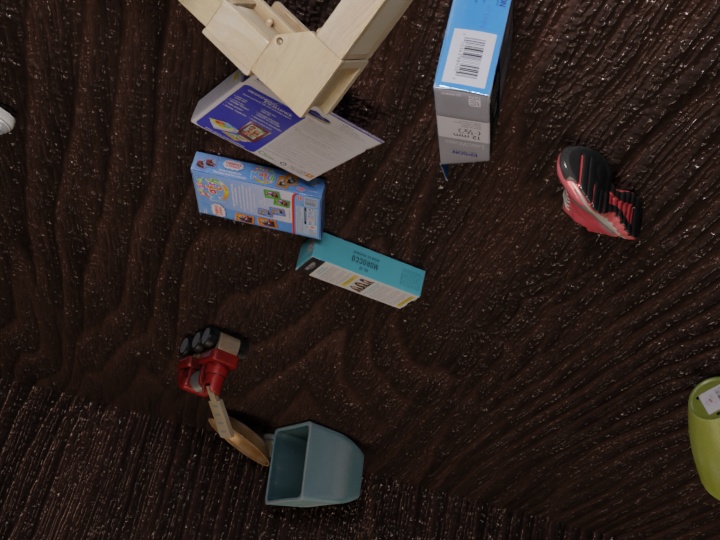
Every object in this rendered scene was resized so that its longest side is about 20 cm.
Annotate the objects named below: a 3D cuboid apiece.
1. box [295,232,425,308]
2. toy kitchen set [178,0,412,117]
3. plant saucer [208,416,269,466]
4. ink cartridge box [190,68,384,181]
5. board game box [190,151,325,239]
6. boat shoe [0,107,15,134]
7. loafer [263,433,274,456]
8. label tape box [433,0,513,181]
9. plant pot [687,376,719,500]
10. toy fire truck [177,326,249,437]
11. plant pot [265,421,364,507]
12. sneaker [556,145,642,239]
[{"bbox_3d":[0.000,0.000,2.009,0.198,0.050,0.082,21,157,-17],"label":"box"},{"bbox_3d":[-0.055,-0.300,1.325,0.200,0.181,0.163,43,-157,9],"label":"toy kitchen set"},{"bbox_3d":[-0.308,0.436,3.183,0.199,0.036,0.201,33,160,14],"label":"plant saucer"},{"bbox_3d":[-0.094,-0.199,1.602,0.196,0.047,0.199,27,153,-26],"label":"ink cartridge box"},{"bbox_3d":[-0.152,-0.112,1.848,0.198,0.037,0.152,12,158,2],"label":"board game box"},{"bbox_3d":[-0.614,-0.222,1.804,0.199,0.072,0.070,13,158,2],"label":"boat shoe"},{"bbox_3d":[-0.208,0.504,3.306,0.075,0.070,0.200,-2,153,32],"label":"loafer"},{"bbox_3d":[0.126,-0.202,1.327,0.065,0.145,0.200,9,157,12],"label":"label tape box"},{"bbox_3d":[0.663,0.284,2.175,0.186,0.188,0.200,-4,137,37],"label":"plant pot"},{"bbox_3d":[-0.316,0.242,2.569,0.128,0.202,0.176,25,155,-25],"label":"toy fire truck"},{"bbox_3d":[-0.103,0.513,3.125,0.198,0.198,0.195,17,159,-28],"label":"plant pot"},{"bbox_3d":[0.292,-0.092,1.589,0.086,0.074,0.200,-3,153,38],"label":"sneaker"}]
